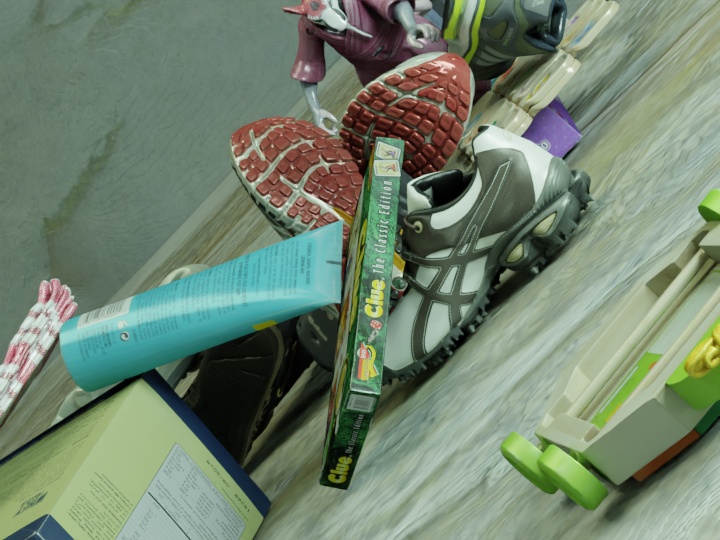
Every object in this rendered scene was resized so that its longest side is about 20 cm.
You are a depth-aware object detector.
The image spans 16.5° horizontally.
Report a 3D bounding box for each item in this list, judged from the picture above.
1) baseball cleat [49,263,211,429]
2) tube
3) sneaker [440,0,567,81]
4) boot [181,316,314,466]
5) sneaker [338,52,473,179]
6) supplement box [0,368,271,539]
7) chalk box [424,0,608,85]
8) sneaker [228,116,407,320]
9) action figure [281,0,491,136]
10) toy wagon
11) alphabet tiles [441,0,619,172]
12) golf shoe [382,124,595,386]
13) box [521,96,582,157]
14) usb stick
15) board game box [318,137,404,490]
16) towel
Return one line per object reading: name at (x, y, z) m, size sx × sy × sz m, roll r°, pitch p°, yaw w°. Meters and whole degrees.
baseball cleat at (-0.158, 0.084, 1.890) m, size 0.200 × 0.070 × 0.106 m, roll -50°, pitch -18°, yaw 10°
tube at (-0.101, 0.025, 1.629) m, size 0.199 × 0.050 × 0.078 m, roll -20°, pitch 45°, yaw 18°
sneaker at (0.103, -0.169, 1.733) m, size 0.200 × 0.081 × 0.074 m, roll 30°, pitch -109°, yaw -82°
boot at (-0.082, 0.084, 1.911) m, size 0.151 × 0.073 × 0.200 m, roll -43°, pitch -18°, yaw -52°
sneaker at (0.023, -0.099, 1.752) m, size 0.200 × 0.078 × 0.082 m, roll -45°, pitch 11°, yaw 53°
supplement box at (-0.197, 0.203, 1.645) m, size 0.200 × 0.134 × 0.200 m, roll -33°, pitch 15°, yaw 31°
chalk box at (0.103, -0.194, 2.026) m, size 0.124 × 0.124 × 0.200 m, roll -40°, pitch 11°, yaw 47°
sneaker at (-0.027, -0.021, 1.686) m, size 0.078 × 0.200 × 0.082 m, roll -25°, pitch -23°, yaw -31°
action figure at (0.014, -0.182, 1.842) m, size 0.134 × 0.200 × 0.150 m, roll -27°, pitch 55°, yaw 26°
toy wagon at (0.135, 0.035, 1.058) m, size 0.155 × 0.040 × 0.200 m, roll -50°, pitch 8°, yaw -5°
alphabet tiles at (0.107, -0.119, 1.754) m, size 0.196 × 0.015 × 0.200 m, roll -49°, pitch 8°, yaw 4°
golf shoe at (0.053, -0.013, 1.547) m, size 0.200 × 0.094 × 0.078 m, roll -47°, pitch 9°, yaw 28°
box at (0.094, -0.074, 1.804) m, size 0.137 × 0.039 × 0.200 m, roll -49°, pitch 8°, yaw 8°
usb stick at (0.000, 0.000, 1.757) m, size 0.033 × 0.055 × 0.200 m, roll -36°, pitch -19°, yaw -38°
board game box at (0.002, 0.025, 1.540) m, size 0.105 × 0.023 × 0.201 m, roll 110°, pitch 169°, yaw -50°
towel at (-0.264, 0.108, 1.690) m, size 0.200 × 0.030 × 0.146 m, roll -58°, pitch 3°, yaw -28°
